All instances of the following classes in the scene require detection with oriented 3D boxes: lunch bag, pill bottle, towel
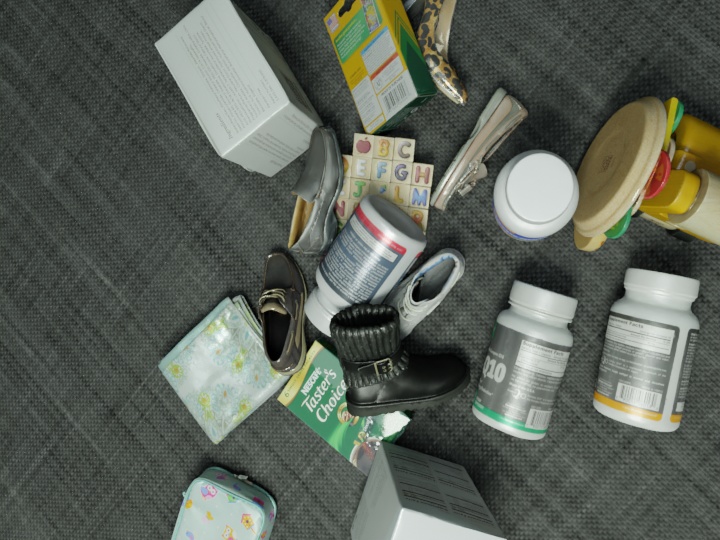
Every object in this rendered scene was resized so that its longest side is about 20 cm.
[{"bbox_3d":[-0.236,0.440,0.991,0.157,0.077,0.205,21,95,13],"label":"lunch bag"},{"bbox_3d":[0.240,0.126,0.856,0.110,0.113,0.206,16,94,12],"label":"pill bottle"},{"bbox_3d":[0.397,0.106,0.817,0.113,0.116,0.206,11,92,13],"label":"pill bottle"},{"bbox_3d":[-0.228,0.165,1.001,0.199,0.048,0.172,-41,81,11],"label":"towel"},{"bbox_3d":[0.236,-0.100,0.809,0.109,0.200,0.116,0,91,13],"label":"pill bottle"},{"bbox_3d":[0.000,0.000,0.902,0.119,0.119,0.202,39,110,10],"label":"pill bottle"}]

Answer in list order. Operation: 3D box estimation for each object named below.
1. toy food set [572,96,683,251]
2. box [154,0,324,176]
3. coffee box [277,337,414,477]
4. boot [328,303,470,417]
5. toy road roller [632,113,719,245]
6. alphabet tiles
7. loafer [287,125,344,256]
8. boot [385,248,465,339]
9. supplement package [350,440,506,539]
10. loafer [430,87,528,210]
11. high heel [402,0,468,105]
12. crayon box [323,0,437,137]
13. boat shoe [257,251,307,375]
[{"bbox_3d":[0.346,-0.131,0.788,0.048,0.198,0.205,22,76,-5],"label":"toy food set"},{"bbox_3d":[-0.172,-0.273,0.904,0.129,0.199,0.203,-33,84,10],"label":"box"},{"bbox_3d":[-0.026,0.219,0.955,0.199,0.044,0.124,39,98,10],"label":"coffee box"},{"bbox_3d":[0.062,0.120,0.865,0.205,0.080,0.162,-12,114,-11],"label":"boot"},{"bbox_3d":[0.434,-0.121,0.762,0.120,0.200,0.149,22,99,-5],"label":"toy road roller"},{"bbox_3d":[0.028,-0.107,0.935,0.162,0.006,0.206,9,105,14],"label":"alphabet tiles"},{"bbox_3d":[-0.073,-0.122,0.922,0.072,0.071,0.206,18,108,53],"label":"loafer"},{"bbox_3d":[0.077,0.042,0.902,0.074,0.095,0.201,44,100,9],"label":"boot"},{"bbox_3d":[0.084,0.371,0.832,0.147,0.200,0.156,18,95,-8],"label":"supplement package"},{"bbox_3d":[0.179,-0.173,0.892,0.062,0.072,0.203,32,95,3],"label":"loafer"},{"bbox_3d":[0.140,-0.362,0.892,0.142,0.071,0.202,-38,74,16],"label":"high heel"},{"bbox_3d":[0.027,-0.327,0.900,0.125,0.051,0.205,-26,84,51],"label":"crayon box"},{"bbox_3d":[-0.125,0.061,0.943,0.072,0.073,0.206,-14,70,9],"label":"boat shoe"}]
